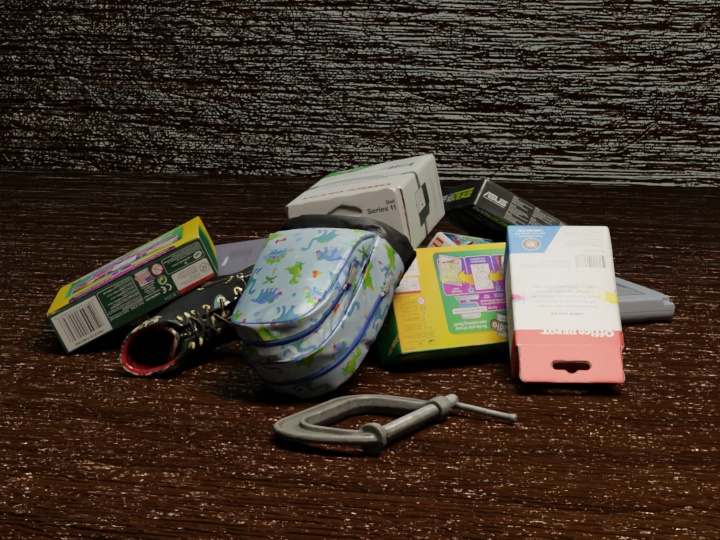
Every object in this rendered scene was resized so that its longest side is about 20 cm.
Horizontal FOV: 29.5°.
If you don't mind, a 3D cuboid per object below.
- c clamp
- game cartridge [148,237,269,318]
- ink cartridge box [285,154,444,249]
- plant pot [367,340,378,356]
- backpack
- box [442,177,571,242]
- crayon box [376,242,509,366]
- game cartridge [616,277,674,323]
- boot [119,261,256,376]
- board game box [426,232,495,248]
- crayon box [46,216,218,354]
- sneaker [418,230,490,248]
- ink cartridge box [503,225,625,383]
[{"bbox_3d":[0.023,0.135,1.262,0.170,0.027,0.199,7,11,35],"label":"c clamp"},{"bbox_3d":[-0.162,0.012,1.700,0.199,0.039,0.130,-7,35,34],"label":"game cartridge"},{"bbox_3d":[0.009,-0.071,1.641,0.145,0.084,0.200,-9,12,17],"label":"ink cartridge box"},{"bbox_3d":[-0.036,0.076,1.624,0.198,0.028,0.200,1,9,0],"label":"plant pot"},{"bbox_3d":[-0.049,0.035,1.412,0.162,0.202,0.154,4,-27,28],"label":"backpack"},{"bbox_3d":[0.219,-0.057,1.904,0.199,0.048,0.193,28,-10,-10],"label":"box"},{"bbox_3d":[0.109,0.036,1.550,0.198,0.120,0.058,-4,-17,-26],"label":"crayon box"},{"bbox_3d":[0.317,0.038,1.842,0.132,0.042,0.200,-7,11,-15],"label":"game cartridge"},{"bbox_3d":[-0.159,0.054,1.508,0.202,0.074,0.154,-22,6,16],"label":"boot"},{"bbox_3d":[0.170,0.007,1.733,0.126,0.035,0.200,42,15,20],"label":"board game box"},{"bbox_3d":[-0.270,0.014,1.646,0.199,0.059,0.173,-27,11,-2],"label":"crayon box"},{"bbox_3d":[0.139,-0.018,1.901,0.198,0.092,0.076,15,13,7],"label":"sneaker"},{"bbox_3d":[0.218,0.050,1.475,0.115,0.201,0.068,1,-36,1],"label":"ink cartridge box"}]
